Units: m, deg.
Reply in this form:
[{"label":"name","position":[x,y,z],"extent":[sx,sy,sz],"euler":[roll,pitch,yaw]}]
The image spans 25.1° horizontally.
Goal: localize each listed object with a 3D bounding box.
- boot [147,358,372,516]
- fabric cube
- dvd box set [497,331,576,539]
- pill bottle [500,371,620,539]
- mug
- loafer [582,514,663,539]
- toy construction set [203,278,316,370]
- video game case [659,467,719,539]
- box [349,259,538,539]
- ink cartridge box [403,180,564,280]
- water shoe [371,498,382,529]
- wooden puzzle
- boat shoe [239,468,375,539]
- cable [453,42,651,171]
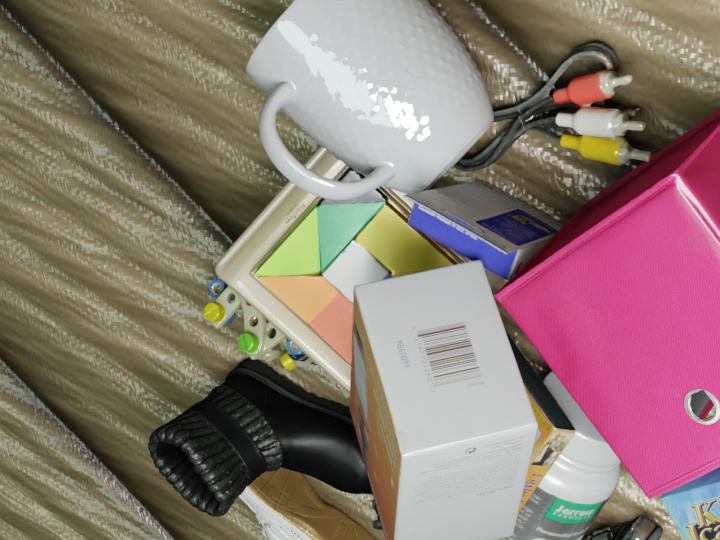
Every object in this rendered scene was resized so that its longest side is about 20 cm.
[{"label":"boot","position":[-0.085,0.185,1.567],"extent":[0.210,0.158,0.080],"euler":[27,127,16]},{"label":"fabric cube","position":[0.263,0.015,1.232],"extent":[0.196,0.200,0.200],"euler":[-36,93,40]},{"label":"dvd box set","position":[0.094,0.163,1.409],"extent":[0.201,0.029,0.147],"euler":[-60,41,24]},{"label":"pill bottle","position":[0.162,0.191,1.443],"extent":[0.113,0.113,0.201],"euler":[34,124,12]},{"label":"mug","position":[0.002,-0.138,1.313],"extent":[0.175,0.200,0.148],"euler":[45,149,2]},{"label":"loafer","position":[0.202,0.281,1.501],"extent":[0.063,0.072,0.200],"euler":[44,132,11]},{"label":"toy construction set","position":[-0.054,0.015,1.508],"extent":[0.200,0.092,0.132],"euler":[-42,65,32]},{"label":"video game case","position":[0.384,0.236,1.378],"extent":[0.199,0.045,0.182],"euler":[-24,100,38]},{"label":"box","position":[0.059,0.115,1.277],"extent":[0.200,0.106,0.153],"euler":[92,164,-56]},{"label":"ink cartridge box","position":[0.102,-0.034,1.308],"extent":[0.094,0.200,0.037],"euler":[30,104,16]},{"label":"water shoe","position":[0.060,0.182,1.516],"extent":[0.078,0.072,0.201],"euler":[8,126,-10]},{"label":"wooden puzzle","position":[0.000,0.000,1.425],"extent":[0.200,0.037,0.185],"euler":[41,103,-9]},{"label":"boat shoe","position":[-0.074,0.257,1.655],"extent":[0.200,0.071,0.069],"euler":[41,127,5]},{"label":"cable","position":[0.144,-0.128,1.325],"extent":[0.199,0.050,0.098],"euler":[-5,108,34]}]
